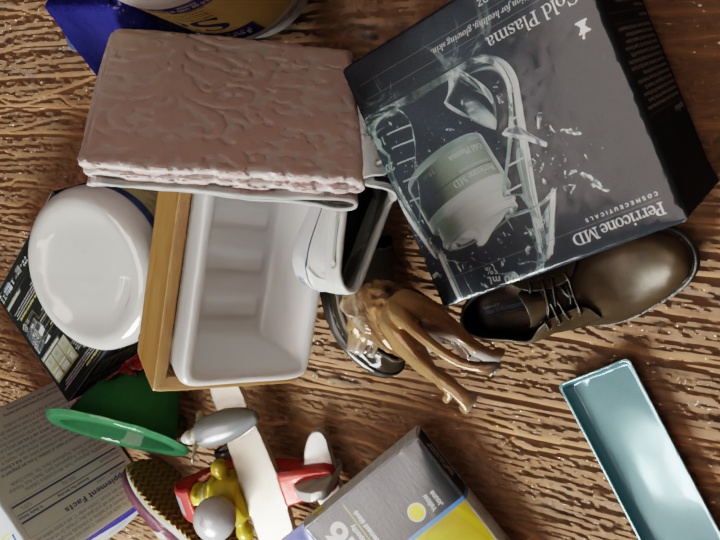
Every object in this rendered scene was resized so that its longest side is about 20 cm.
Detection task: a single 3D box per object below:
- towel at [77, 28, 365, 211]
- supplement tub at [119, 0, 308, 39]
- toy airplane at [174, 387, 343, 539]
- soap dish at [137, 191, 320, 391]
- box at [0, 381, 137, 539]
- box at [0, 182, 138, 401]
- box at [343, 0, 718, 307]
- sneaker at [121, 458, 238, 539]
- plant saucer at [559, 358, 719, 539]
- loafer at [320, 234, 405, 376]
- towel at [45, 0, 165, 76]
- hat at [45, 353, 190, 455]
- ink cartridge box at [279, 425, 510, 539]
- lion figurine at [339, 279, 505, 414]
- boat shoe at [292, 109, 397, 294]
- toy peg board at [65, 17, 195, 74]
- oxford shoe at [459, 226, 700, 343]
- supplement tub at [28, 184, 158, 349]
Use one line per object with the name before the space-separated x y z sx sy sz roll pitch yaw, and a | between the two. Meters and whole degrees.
towel | -0.097 -0.120 0.627 0.196 0.193 0.033 4 133 -10
supplement tub | -0.121 -0.265 0.664 0.142 0.200 0.149 1 95 16
toy airplane | -0.111 0.237 0.876 0.199 0.140 0.201 36 121 19
soap dish | -0.105 -0.006 0.705 0.080 0.156 0.204 14 97 41
box | -0.397 0.266 1.049 0.201 0.183 0.105 51 124 9
box | -0.315 0.023 0.975 0.165 0.086 0.200 51 126 9
box | 0.124 -0.108 0.621 0.198 0.123 0.200 -23 94 36
sneaker | -0.227 0.322 1.023 0.199 0.075 0.091 41 118 17
plant saucer | 0.241 0.171 0.697 0.069 0.019 0.203 -28 90 36
loafer | 0.000 0.000 0.765 0.071 0.073 0.203 -25 91 38
towel | -0.189 -0.180 0.779 0.146 0.050 0.201 17 152 43
hat | -0.251 0.111 0.991 0.196 0.166 0.179 4 67 22
ink cartridge box | 0.042 0.288 0.797 0.199 0.047 0.198 -41 89 9
lion figurine | 0.041 0.045 0.643 0.122 0.073 0.200 41 168 2
boat shoe | 0.008 -0.076 0.701 0.065 0.073 0.204 15 88 44
toy peg board | -0.242 -0.300 0.814 0.197 0.097 0.203 2 106 33
oxford shoe | 0.166 0.021 0.658 0.198 0.084 0.074 -24 91 35
supplement tub | -0.199 -0.022 0.803 0.142 0.200 0.148 6 106 21
